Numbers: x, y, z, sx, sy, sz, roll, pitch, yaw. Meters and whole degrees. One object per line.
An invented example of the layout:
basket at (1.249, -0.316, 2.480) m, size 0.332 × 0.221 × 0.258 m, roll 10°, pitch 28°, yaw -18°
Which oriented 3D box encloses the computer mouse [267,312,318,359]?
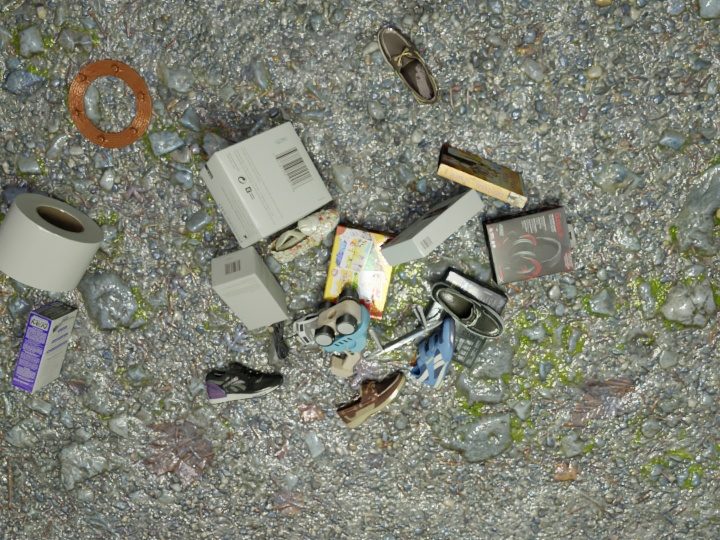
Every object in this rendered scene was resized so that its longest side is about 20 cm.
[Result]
computer mouse at (-0.125, 0.146, 1.394) m, size 0.199 × 0.044 × 0.110 m, roll -15°, pitch 106°, yaw 8°

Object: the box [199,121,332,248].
box at (-0.206, -0.186, 1.239) m, size 0.200 × 0.131 × 0.200 m, roll -33°, pitch 97°, yaw -30°

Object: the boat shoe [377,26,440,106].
boat shoe at (0.107, -0.454, 1.251) m, size 0.072 × 0.060 × 0.200 m, roll -34°, pitch 98°, yaw 9°

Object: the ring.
ring at (-0.588, -0.388, 1.322) m, size 0.199 × 0.019 × 0.202 m, roll 1°, pitch 102°, yaw 3°

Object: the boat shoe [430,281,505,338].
boat shoe at (0.245, 0.100, 1.298) m, size 0.199 × 0.071 × 0.072 m, roll 30°, pitch 102°, yaw -3°

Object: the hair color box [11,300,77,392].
hair color box at (-0.782, 0.187, 1.403) m, size 0.065 × 0.109 × 0.201 m, roll 23°, pitch 101°, yaw 0°

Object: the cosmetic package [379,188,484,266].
cosmetic package at (0.154, -0.092, 1.234) m, size 0.200 × 0.151 × 0.052 m, roll -39°, pitch 97°, yaw -25°

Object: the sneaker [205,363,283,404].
sneaker at (-0.295, 0.273, 1.416) m, size 0.199 × 0.076 × 0.088 m, roll -12°, pitch 95°, yaw 5°

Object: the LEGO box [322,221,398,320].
LEGO box at (0.000, 0.000, 1.340) m, size 0.148 × 0.077 × 0.201 m, roll 11°, pitch 102°, yaw 0°

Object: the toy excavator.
toy excavator at (-0.033, 0.165, 1.321) m, size 0.194 × 0.100 × 0.200 m, roll -28°, pitch 126°, yaw 27°

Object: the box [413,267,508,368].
box at (0.239, 0.115, 1.365) m, size 0.157 × 0.051 × 0.201 m, roll 24°, pitch 102°, yaw -2°

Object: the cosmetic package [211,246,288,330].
cosmetic package at (-0.252, 0.047, 1.305) m, size 0.107 × 0.085 × 0.200 m, roll -16°, pitch 144°, yaw 5°

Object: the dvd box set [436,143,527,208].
dvd box set at (0.267, -0.212, 1.249) m, size 0.199 × 0.147 × 0.030 m, roll 22°, pitch 121°, yaw -1°

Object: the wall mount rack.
wall mount rack at (0.086, 0.131, 1.269) m, size 0.199 × 0.174 × 0.075 m, roll -27°, pitch 89°, yaw -1°

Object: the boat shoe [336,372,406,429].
boat shoe at (0.024, 0.311, 1.408) m, size 0.200 × 0.072 × 0.072 m, roll -40°, pitch 98°, yaw 16°

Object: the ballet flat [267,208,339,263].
ballet flat at (-0.135, -0.082, 1.308) m, size 0.200 × 0.076 × 0.064 m, roll -36°, pitch 140°, yaw 25°

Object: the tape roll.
tape roll at (-0.720, -0.064, 1.302) m, size 0.202 × 0.203 × 0.140 m, roll 34°, pitch 101°, yaw -4°

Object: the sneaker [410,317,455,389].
sneaker at (0.172, 0.192, 1.320) m, size 0.082 × 0.074 × 0.201 m, roll 17°, pitch 121°, yaw 6°

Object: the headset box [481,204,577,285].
headset box at (0.396, -0.062, 1.308) m, size 0.199 × 0.075 × 0.150 m, roll -12°, pitch 100°, yaw 5°
